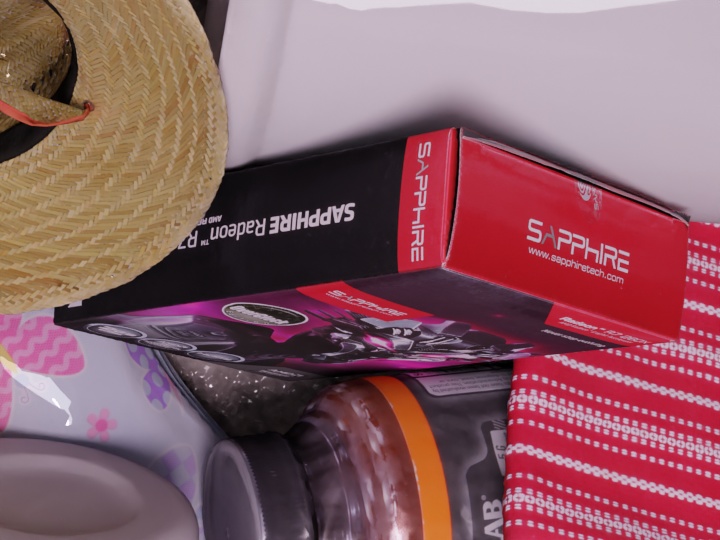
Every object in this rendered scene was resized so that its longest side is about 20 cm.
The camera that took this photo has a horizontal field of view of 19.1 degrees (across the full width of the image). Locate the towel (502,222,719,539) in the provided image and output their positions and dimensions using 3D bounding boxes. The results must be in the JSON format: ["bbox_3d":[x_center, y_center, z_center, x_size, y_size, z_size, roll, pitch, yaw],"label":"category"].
[{"bbox_3d":[0.127,0.037,0.805,0.144,0.200,0.023,17,141,-10],"label":"towel"}]

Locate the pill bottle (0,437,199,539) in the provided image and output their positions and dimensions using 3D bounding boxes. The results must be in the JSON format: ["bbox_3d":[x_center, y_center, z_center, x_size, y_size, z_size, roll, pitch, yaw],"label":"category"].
[{"bbox_3d":[-0.124,0.172,0.775,0.112,0.112,0.201,7,107,-5],"label":"pill bottle"}]

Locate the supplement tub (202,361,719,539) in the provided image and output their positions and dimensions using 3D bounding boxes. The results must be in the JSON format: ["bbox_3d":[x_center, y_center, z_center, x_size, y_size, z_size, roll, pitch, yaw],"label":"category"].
[{"bbox_3d":[0.044,0.090,0.822,0.199,0.107,0.107,-5,109,-21],"label":"supplement tub"}]

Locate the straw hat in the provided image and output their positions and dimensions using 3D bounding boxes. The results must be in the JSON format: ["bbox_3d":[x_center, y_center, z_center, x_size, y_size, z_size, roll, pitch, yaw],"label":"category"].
[{"bbox_3d":[-0.133,-0.082,0.711,0.200,0.085,0.201,0,138,0],"label":"straw hat"}]

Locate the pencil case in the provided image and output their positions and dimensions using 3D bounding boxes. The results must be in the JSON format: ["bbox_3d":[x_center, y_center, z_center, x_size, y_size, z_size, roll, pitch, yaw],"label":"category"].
[{"bbox_3d":[-0.099,0.065,0.847,0.091,0.083,0.200,-37,107,-19],"label":"pencil case"}]

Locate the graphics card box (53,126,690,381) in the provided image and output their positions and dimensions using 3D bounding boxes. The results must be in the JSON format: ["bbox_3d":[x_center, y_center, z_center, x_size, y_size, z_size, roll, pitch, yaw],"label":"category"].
[{"bbox_3d":[0.000,0.000,0.760,0.125,0.200,0.051,16,73,-44],"label":"graphics card box"}]

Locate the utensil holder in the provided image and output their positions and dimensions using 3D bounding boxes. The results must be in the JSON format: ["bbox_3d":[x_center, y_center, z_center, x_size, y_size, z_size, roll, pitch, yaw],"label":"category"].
[{"bbox_3d":[0.051,-0.106,0.756,0.199,0.170,0.171,9,107,-7],"label":"utensil holder"}]
